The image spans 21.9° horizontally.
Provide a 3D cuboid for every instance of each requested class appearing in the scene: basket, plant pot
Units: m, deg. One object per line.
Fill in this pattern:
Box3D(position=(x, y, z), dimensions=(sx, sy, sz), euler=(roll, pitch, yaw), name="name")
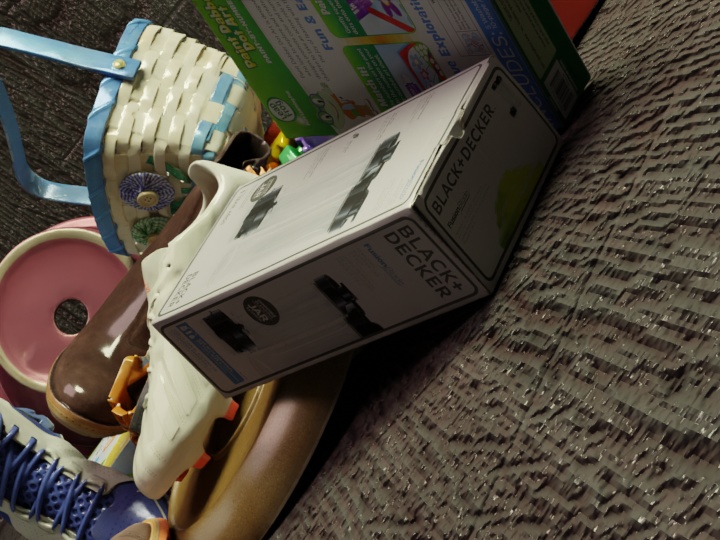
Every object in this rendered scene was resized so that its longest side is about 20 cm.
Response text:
Box3D(position=(-0.171, -0.098, 1.342), dimensions=(0.177, 0.198, 0.140), euler=(80, -152, -56), name="basket")
Box3D(position=(-0.059, 0.080, 1.039), dimensions=(0.201, 0.027, 0.201), euler=(-56, 17, 26), name="plant pot")
Box3D(position=(-0.216, 0.045, 1.477), dimensions=(0.201, 0.199, 0.179), euler=(-55, -9, -7), name="plant pot")

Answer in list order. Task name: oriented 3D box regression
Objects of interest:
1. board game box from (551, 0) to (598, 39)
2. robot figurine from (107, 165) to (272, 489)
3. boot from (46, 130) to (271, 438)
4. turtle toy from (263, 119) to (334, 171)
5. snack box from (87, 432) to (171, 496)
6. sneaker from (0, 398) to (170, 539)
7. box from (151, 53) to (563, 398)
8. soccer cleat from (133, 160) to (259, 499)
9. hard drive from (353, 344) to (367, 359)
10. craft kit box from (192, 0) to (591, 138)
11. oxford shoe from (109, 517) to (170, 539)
Box3D(position=(0.054, -0.105, 1.091), dimensions=(0.201, 0.040, 0.153), euler=(-56, 17, -24), name="board game box")
Box3D(position=(-0.090, 0.042, 1.168), dimensions=(0.201, 0.058, 0.145), euler=(-58, -23, -20), name="robot figurine")
Box3D(position=(-0.129, 0.003, 1.207), dimensions=(0.167, 0.072, 0.200), euler=(-64, -4, 27), name="boot")
Box3D(position=(-0.008, -0.096, 1.320), dimensions=(0.200, 0.101, 0.146), euler=(-51, 9, 27), name="turtle toy")
Box3D(position=(-0.154, 0.140, 1.336), dimensions=(0.201, 0.067, 0.169), euler=(-53, 8, 1), name="snack box")
Box3D(position=(-0.216, 0.139, 1.204), dimensions=(0.081, 0.198, 0.115), euler=(-60, -34, -3), name="sneaker")
Box3D(position=(-0.004, -0.018, 0.930), dimensions=(0.199, 0.060, 0.117), euler=(-25, 27, 43), name="box")
Box3D(position=(-0.098, 0.031, 1.050), dimensions=(0.069, 0.077, 0.202), euler=(-35, 31, 60), name="soccer cleat")
Box3D(position=(0.000, 0.000, 1.149), dimensions=(0.132, 0.025, 0.201), euler=(-47, 11, 45), name="hard drive")
Box3D(position=(-0.008, -0.153, 0.946), dimensions=(0.196, 0.201, 0.049), euler=(0, 47, 39), name="craft kit box")
Box3D(position=(-0.138, 0.173, 1.005), dimensions=(0.200, 0.072, 0.072), euler=(170, 101, -80), name="oxford shoe")
